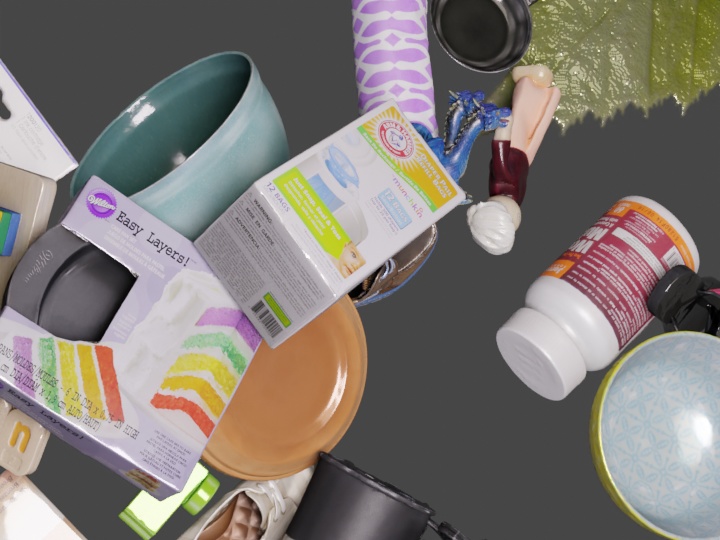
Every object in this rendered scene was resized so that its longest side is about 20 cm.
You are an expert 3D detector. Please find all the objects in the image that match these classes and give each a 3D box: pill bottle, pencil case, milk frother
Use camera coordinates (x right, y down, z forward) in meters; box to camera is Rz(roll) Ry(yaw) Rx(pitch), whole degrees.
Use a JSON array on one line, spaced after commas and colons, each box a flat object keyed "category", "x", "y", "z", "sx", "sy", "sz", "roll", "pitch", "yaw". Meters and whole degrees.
[{"category": "pill bottle", "x": 0.231, "y": 0.027, "z": 1.320, "sx": 0.200, "sy": 0.110, "sz": 0.110, "roll": -41, "pitch": 92, "yaw": -19}, {"category": "pencil case", "x": 0.036, "y": -0.208, "z": 1.328, "sx": 0.085, "sy": 0.084, "sz": 0.202, "roll": 5, "pitch": 79, "yaw": -37}, {"category": "milk frother", "x": 0.013, "y": 0.285, "z": 1.150, "sx": 0.179, "sy": 0.200, "sz": 0.190, "roll": 28, "pitch": 84, "yaw": -19}]

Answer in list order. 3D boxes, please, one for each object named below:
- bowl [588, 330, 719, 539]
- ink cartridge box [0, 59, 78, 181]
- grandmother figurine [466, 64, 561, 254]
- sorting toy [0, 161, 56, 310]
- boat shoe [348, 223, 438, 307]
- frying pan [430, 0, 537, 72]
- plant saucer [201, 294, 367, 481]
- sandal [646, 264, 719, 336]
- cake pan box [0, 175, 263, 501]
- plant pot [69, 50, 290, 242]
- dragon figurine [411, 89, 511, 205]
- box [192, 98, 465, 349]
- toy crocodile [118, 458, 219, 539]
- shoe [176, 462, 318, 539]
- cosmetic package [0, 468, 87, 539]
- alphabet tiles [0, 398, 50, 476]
[{"category": "bowl", "x": 0.301, "y": 0.164, "z": 1.315, "sx": 0.198, "sy": 0.108, "sz": 0.203, "roll": 3, "pitch": 79, "yaw": -16}, {"category": "ink cartridge box", "x": -0.389, "y": -0.112, "z": 1.200, "sx": 0.199, "sy": 0.043, "sz": 0.199, "roll": -37, "pitch": 91, "yaw": -16}, {"category": "grandmother figurine", "x": 0.150, "y": -0.107, "z": 1.318, "sx": 0.060, "sy": 0.122, "sz": 0.202, "roll": 2, "pitch": 58, "yaw": 28}, {"category": "sorting toy", "x": -0.366, "y": -0.004, "z": 1.084, "sx": 0.197, "sy": 0.069, "sz": 0.202, "roll": 18, "pitch": 94, "yaw": 24}, {"category": "boat shoe", "x": 0.000, "y": 0.000, "z": 1.278, "sx": 0.199, "sy": 0.072, "sz": 0.073, "roll": -34, "pitch": 90, "yaw": -19}, {"category": "frying pan", "x": 0.144, "y": -0.284, "z": 1.396, "sx": 0.115, "sy": 0.031, "sz": 0.191, "roll": 40, "pitch": 68, "yaw": -6}, {"category": "plant saucer", "x": -0.073, "y": 0.088, "z": 1.185, "sx": 0.198, "sy": 0.037, "sz": 0.203, "roll": -4, "pitch": 98, "yaw": -32}, {"category": "sandal", "x": 0.329, "y": 0.041, "z": 1.319, "sx": 0.045, "sy": 0.200, "sz": 0.075, "roll": 38, "pitch": 99, "yaw": 26}, {"category": "cake pan box", "x": -0.187, "y": 0.050, "z": 1.062, "sx": 0.199, "sy": 0.052, "sz": 0.185, "roll": 36, "pitch": 60, "yaw": -14}, {"category": "plant pot", "x": -0.140, "y": -0.079, "z": 1.205, "sx": 0.201, "sy": 0.200, "sz": 0.134, "roll": -49, "pitch": 121, "yaw": -18}, {"category": "dragon figurine", "x": 0.049, "y": -0.100, "z": 1.252, "sx": 0.198, "sy": 0.059, "sz": 0.100, "roll": -22, "pitch": 122, "yaw": -15}, {"category": "box", "x": -0.022, "y": -0.043, "z": 1.112, "sx": 0.113, "sy": 0.101, "sz": 0.200, "roll": 53, "pitch": 44, "yaw": 1}, {"category": "toy crocodile", "x": -0.143, "y": 0.155, "z": 1.219, "sx": 0.067, "sy": 0.062, "sz": 0.201, "roll": 38, "pitch": 77, "yaw": -7}, {"category": "shoe", "x": -0.107, "y": 0.234, "z": 1.212, "sx": 0.199, "sy": 0.053, "sz": 0.070, "roll": -38, "pitch": 92, "yaw": -19}, {"category": "cosmetic package", "x": -0.263, "y": 0.271, "z": 1.141, "sx": 0.200, "sy": 0.087, "sz": 0.103, "roll": 45, "pitch": 71, "yaw": -4}, {"category": "alphabet tiles", "x": -0.325, "y": 0.085, "z": 1.109, "sx": 0.199, "sy": 0.015, "sz": 0.197, "roll": 24, "pitch": 96, "yaw": 27}]
